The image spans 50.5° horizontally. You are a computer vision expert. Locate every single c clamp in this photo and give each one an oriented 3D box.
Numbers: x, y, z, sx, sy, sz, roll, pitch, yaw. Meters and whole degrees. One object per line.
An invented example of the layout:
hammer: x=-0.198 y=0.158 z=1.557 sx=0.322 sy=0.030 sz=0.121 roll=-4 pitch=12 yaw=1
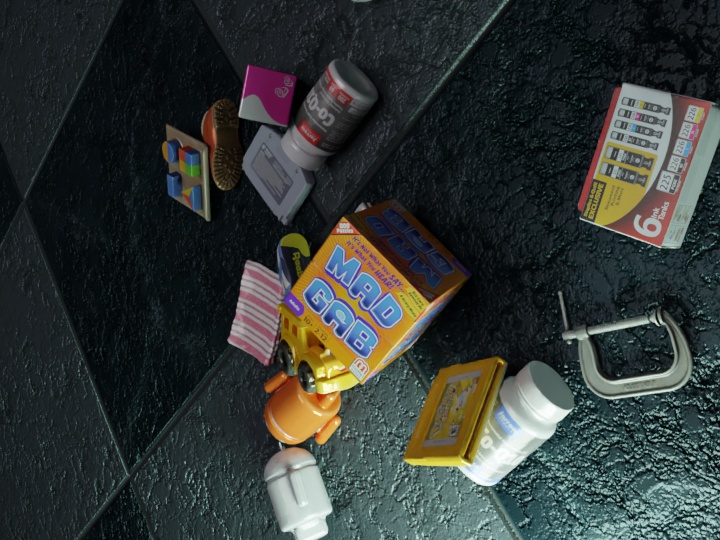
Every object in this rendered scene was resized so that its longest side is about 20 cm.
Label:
c clamp: x=0.392 y=0.105 z=1.144 sx=0.198 sy=0.027 sz=0.174 roll=-10 pitch=83 yaw=42

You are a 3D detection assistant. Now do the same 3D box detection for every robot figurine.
robot figurine: x=-0.117 y=0.276 z=1.543 sx=0.200 sy=0.142 sz=0.118 roll=-43 pitch=42 yaw=33
robot figurine: x=-0.129 y=0.450 z=1.555 sx=0.170 sy=0.111 sz=0.202 roll=113 pitch=138 yaw=-64

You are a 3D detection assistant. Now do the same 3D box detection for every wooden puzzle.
wooden puzzle: x=-0.420 y=-0.232 z=1.816 sx=0.199 sy=0.046 sz=0.188 roll=34 pitch=131 yaw=42

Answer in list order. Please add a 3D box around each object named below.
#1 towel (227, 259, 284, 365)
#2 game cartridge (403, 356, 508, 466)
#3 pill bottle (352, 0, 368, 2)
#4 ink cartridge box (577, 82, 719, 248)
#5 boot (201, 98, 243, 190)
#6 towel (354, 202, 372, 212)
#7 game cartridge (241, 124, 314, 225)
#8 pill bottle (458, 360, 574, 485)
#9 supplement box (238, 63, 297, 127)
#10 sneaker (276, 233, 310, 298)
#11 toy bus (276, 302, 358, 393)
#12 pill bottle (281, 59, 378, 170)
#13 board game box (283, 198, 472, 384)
towel: x=-0.227 y=0.092 z=1.697 sx=0.145 sy=0.030 sz=0.203 roll=23 pitch=105 yaw=39
game cartridge: x=0.151 y=0.234 z=1.255 sx=0.200 sy=0.032 sz=0.178 roll=-28 pitch=34 yaw=63
pill bottle: x=-0.006 y=-0.618 z=1.440 sx=0.110 sy=0.110 sz=0.204 roll=-14 pitch=81 yaw=40
ink cartridge box: x=0.399 y=-0.155 z=1.098 sx=0.174 sy=0.083 sz=0.203 roll=26 pitch=108 yaw=39
boot: x=-0.325 y=-0.284 z=1.765 sx=0.107 sy=0.074 sz=0.204 roll=-2 pitch=89 yaw=54
towel: x=0.000 y=0.000 z=1.493 sx=0.200 sy=0.032 sz=0.193 roll=-47 pitch=61 yaw=33
game cartridge: x=-0.177 y=-0.214 z=1.647 sx=0.134 sy=0.041 sz=0.201 roll=-51 pitch=59 yaw=25
pill bottle: x=0.240 y=0.243 z=1.224 sx=0.201 sy=0.113 sz=0.114 roll=-51 pitch=59 yaw=30
supplement box: x=-0.185 y=-0.352 z=1.541 sx=0.200 sy=0.102 sz=0.103 roll=-106 pitch=28 yaw=-76
sneaker: x=-0.132 y=0.021 z=1.585 sx=0.082 sy=0.073 sz=0.204 roll=-163 pitch=67 yaw=-68
toy bus: x=-0.076 y=0.110 z=1.444 sx=0.199 sy=0.134 sz=0.195 roll=31 pitch=129 yaw=55
pill bottle: x=-0.065 y=-0.299 z=1.493 sx=0.200 sy=0.113 sz=0.115 roll=-48 pitch=61 yaw=31
board game box: x=0.032 y=0.030 z=1.319 sx=0.200 sy=0.199 sz=0.201 roll=45 pitch=119 yaw=11
